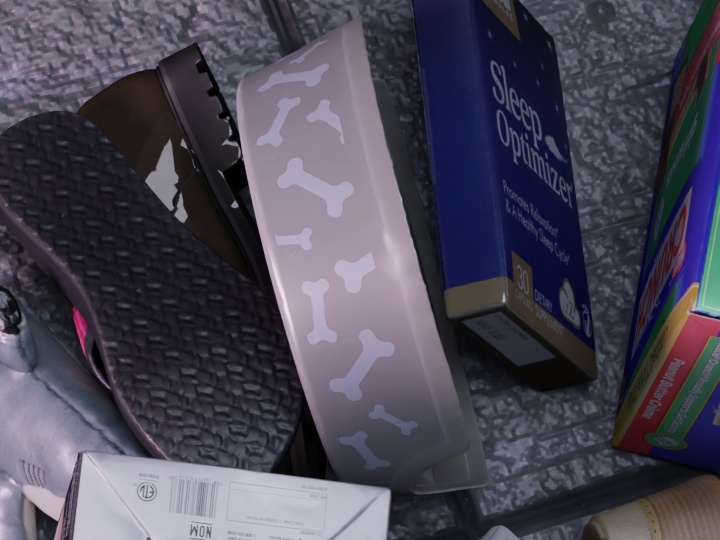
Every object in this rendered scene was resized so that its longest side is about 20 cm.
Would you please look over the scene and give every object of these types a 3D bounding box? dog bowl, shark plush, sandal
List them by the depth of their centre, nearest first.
[{"bbox_3d":[0.000,0.000,1.086,0.058,0.200,0.201,-16,71,3],"label":"dog bowl"},{"bbox_3d":[-0.086,0.015,1.086,0.075,0.045,0.200,-27,58,-19],"label":"sandal"},{"bbox_3d":[-0.138,0.029,1.103,0.091,0.083,0.201,-23,75,-18],"label":"shark plush"}]

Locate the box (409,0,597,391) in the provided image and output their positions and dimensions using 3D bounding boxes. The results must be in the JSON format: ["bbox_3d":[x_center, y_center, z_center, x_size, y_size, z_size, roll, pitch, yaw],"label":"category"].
[{"bbox_3d":[0.060,-0.059,1.157,0.032,0.121,0.201,-15,68,19],"label":"box"}]

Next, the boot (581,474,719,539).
[{"bbox_3d":[0.185,0.181,1.111,0.165,0.072,0.201,-4,77,-18],"label":"boot"}]

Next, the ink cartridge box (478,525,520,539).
[{"bbox_3d":[0.025,0.184,0.988,0.084,0.200,0.145,41,98,5],"label":"ink cartridge box"}]

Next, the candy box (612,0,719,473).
[{"bbox_3d":[0.169,-0.032,1.137,0.077,0.169,0.201,12,67,-2],"label":"candy box"}]

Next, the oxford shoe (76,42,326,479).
[{"bbox_3d":[-0.070,0.009,1.140,0.084,0.073,0.201,-22,72,0],"label":"oxford shoe"}]

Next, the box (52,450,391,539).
[{"bbox_3d":[-0.062,0.131,1.015,0.116,0.200,0.060,8,69,-9],"label":"box"}]
